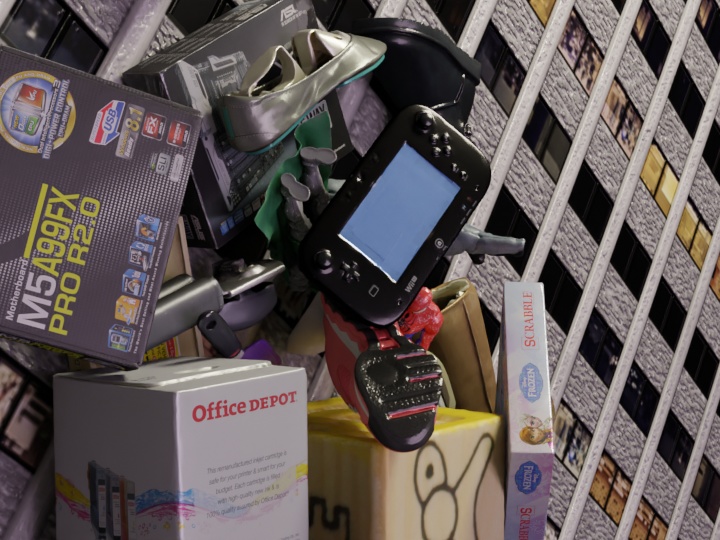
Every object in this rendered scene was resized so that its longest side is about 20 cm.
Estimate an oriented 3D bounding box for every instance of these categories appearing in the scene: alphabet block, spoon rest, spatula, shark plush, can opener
[{"bbox_3d":[0.002,0.227,1.354,0.194,0.195,0.203,-3,95,-52],"label":"alphabet block"},{"bbox_3d":[0.000,0.000,1.378,0.061,0.200,0.099,46,18,9],"label":"spoon rest"},{"bbox_3d":[-0.104,0.067,1.273,0.056,0.021,0.200,-37,162,-5],"label":"spatula"},{"bbox_3d":[0.048,-0.034,1.416,0.091,0.198,0.083,-60,167,-14],"label":"shark plush"},{"bbox_3d":[-0.134,0.039,1.239,0.199,0.053,0.068,-30,116,-45],"label":"can opener"}]

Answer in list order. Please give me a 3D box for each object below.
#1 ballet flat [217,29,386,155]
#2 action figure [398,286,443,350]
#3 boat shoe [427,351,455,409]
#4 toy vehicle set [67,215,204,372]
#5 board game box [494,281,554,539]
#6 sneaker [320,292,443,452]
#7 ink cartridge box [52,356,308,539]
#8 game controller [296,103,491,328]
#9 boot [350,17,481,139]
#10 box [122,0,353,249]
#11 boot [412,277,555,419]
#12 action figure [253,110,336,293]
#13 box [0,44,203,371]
[{"bbox_3d":[-0.046,-0.168,1.288,0.200,0.067,0.064,-43,118,-40],"label":"ballet flat"},{"bbox_3d":[0.029,0.059,1.371,0.065,0.200,0.052,45,61,7],"label":"action figure"},{"bbox_3d":[0.071,0.181,1.541,0.068,0.074,0.202,-39,113,-39],"label":"boat shoe"},{"bbox_3d":[-0.181,0.067,1.245,0.124,0.026,0.203,-22,109,-49],"label":"toy vehicle set"},{"bbox_3d":[0.152,0.152,1.448,0.201,0.041,0.202,88,3,-47],"label":"board game box"},{"bbox_3d":[0.016,0.091,1.276,0.073,0.201,0.088,-4,128,-16],"label":"sneaker"},{"bbox_3d":[-0.136,0.173,1.171,0.145,0.143,0.203,-5,97,-50],"label":"ink cartridge box"},{"bbox_3d":[0.031,-0.047,1.288,0.104,0.042,0.201,35,64,2],"label":"game controller"},{"bbox_3d":[0.054,-0.141,1.487,0.199,0.076,0.170,19,73,-57],"label":"boot"},{"bbox_3d":[-0.100,-0.135,1.315,0.200,0.049,0.159,-39,122,-42],"label":"box"},{"bbox_3d":[0.130,0.100,1.610,0.175,0.066,0.202,-38,120,-44],"label":"boot"},{"bbox_3d":[-0.044,-0.035,1.341,0.119,0.054,0.201,-54,162,-22],"label":"action figure"},{"bbox_3d":[-0.215,-0.043,1.123,0.159,0.044,0.202,18,77,-20],"label":"box"}]
